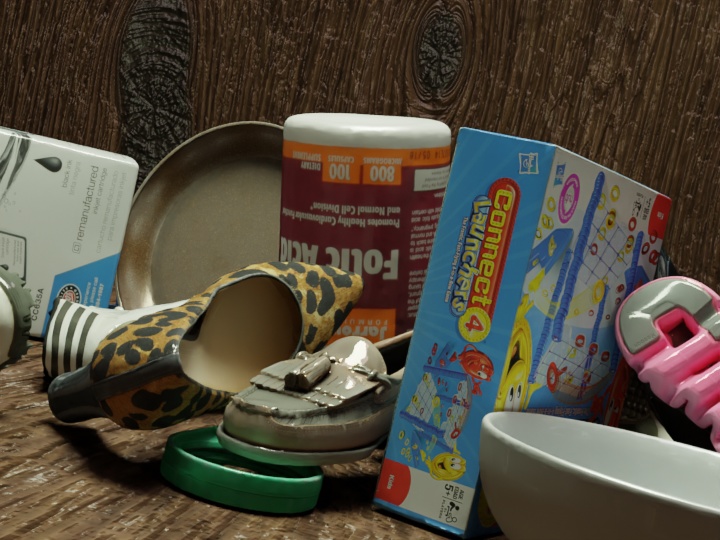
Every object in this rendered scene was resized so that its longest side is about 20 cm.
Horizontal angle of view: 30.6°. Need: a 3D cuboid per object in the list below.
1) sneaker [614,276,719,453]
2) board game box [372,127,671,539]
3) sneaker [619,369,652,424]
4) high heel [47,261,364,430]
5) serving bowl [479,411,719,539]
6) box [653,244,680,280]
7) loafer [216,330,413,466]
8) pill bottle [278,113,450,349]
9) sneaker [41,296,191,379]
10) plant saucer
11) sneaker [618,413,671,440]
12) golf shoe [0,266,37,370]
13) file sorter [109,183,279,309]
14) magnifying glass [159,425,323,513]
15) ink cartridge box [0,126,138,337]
[{"bbox_3d":[0.215,0.100,0.741,0.078,0.201,0.096,-26,-29,-7],"label":"sneaker"},{"bbox_3d":[0.098,0.038,0.732,0.055,0.199,0.199,14,3,30],"label":"board game box"},{"bbox_3d":[0.110,0.051,0.868,0.199,0.071,0.075,30,-7,-31],"label":"sneaker"},{"bbox_3d":[-0.054,0.033,0.679,0.198,0.072,0.142,-22,1,-30],"label":"high heel"},{"bbox_3d":[0.144,0.121,0.591,0.197,0.067,0.200,13,1,0],"label":"serving bowl"},{"bbox_3d":[0.140,0.032,0.959,0.198,0.044,0.160,-1,-28,32],"label":"box"},{"bbox_3d":[-0.002,0.058,0.696,0.071,0.064,0.199,18,10,33],"label":"loafer"},{"bbox_3d":[0.000,0.000,0.880,0.112,0.203,0.114,2,10,0],"label":"pill bottle"},{"bbox_3d":[-0.133,0.036,0.853,0.114,0.077,0.200,14,10,20],"label":"sneaker"},{"bbox_3d":[-0.095,-0.014,0.998,0.198,0.203,0.032,14,-11,25],"label":"plant saucer"},{"bbox_3d":[0.178,0.113,0.989,0.089,0.068,0.200,18,5,-1],"label":"sneaker"},{"bbox_3d":[-0.267,0.025,0.669,0.197,0.078,0.088,5,12,7],"label":"golf shoe"},{"bbox_3d":[-0.082,0.004,1.082,0.197,0.124,0.139,6,-9,24],"label":"file sorter"},{"bbox_3d":[-0.061,0.093,0.694,0.079,0.023,0.200,13,1,-5],"label":"magnifying glass"},{"bbox_3d":[-0.283,-0.035,0.992,0.198,0.148,0.086,12,4,-22],"label":"ink cartridge box"}]
